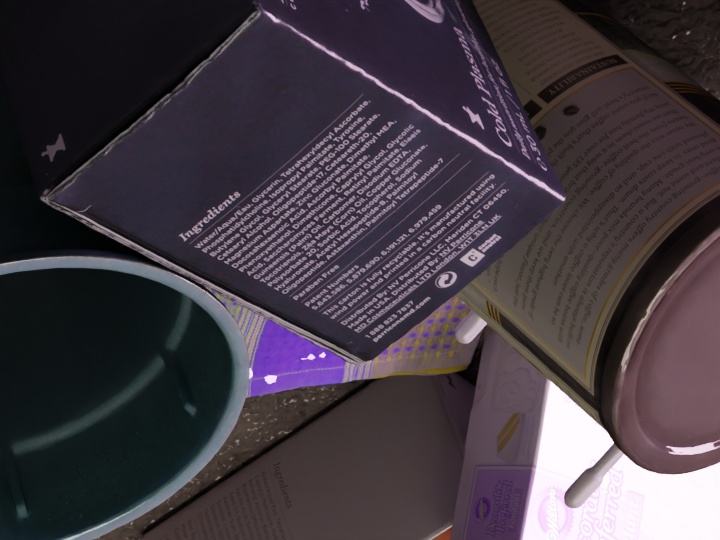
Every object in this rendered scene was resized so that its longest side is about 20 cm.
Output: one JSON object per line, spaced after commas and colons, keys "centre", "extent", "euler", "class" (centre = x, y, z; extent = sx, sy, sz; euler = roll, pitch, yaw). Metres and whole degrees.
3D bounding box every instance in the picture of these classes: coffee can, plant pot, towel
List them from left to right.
{"centre": [-0.166, -0.012, 1.254], "extent": [0.200, 0.196, 0.200], "euler": [-12, 142, -10], "class": "plant pot"}
{"centre": [0.000, 0.000, 1.436], "extent": [0.200, 0.023, 0.144], "euler": [-3, 127, -42], "class": "towel"}
{"centre": [0.107, -0.026, 1.331], "extent": [0.146, 0.200, 0.147], "euler": [-25, 137, -26], "class": "coffee can"}

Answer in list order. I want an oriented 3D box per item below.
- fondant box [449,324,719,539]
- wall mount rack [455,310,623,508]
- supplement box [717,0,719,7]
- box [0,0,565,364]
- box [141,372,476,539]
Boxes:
{"centre": [0.144, 0.106, 1.544], "extent": [0.200, 0.145, 0.058], "euler": [19, 165, -36], "class": "fondant box"}
{"centre": [0.146, 0.017, 1.424], "extent": [0.173, 0.200, 0.075], "euler": [-22, 139, -13], "class": "wall mount rack"}
{"centre": [0.262, -0.087, 1.351], "extent": [0.133, 0.200, 0.197], "euler": [-31, 142, 4], "class": "supplement box"}
{"centre": [-0.047, -0.097, 1.202], "extent": [0.124, 0.200, 0.196], "euler": [-40, 139, 21], "class": "box"}
{"centre": [0.011, 0.160, 1.626], "extent": [0.200, 0.106, 0.152], "euler": [-34, 141, 18], "class": "box"}
